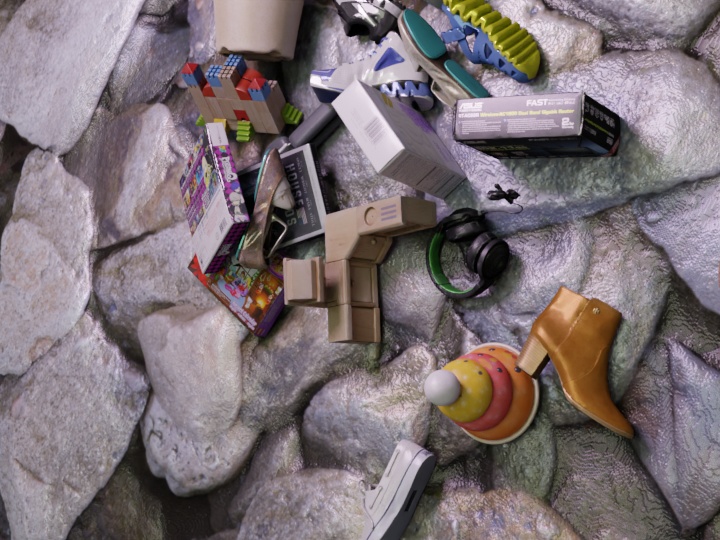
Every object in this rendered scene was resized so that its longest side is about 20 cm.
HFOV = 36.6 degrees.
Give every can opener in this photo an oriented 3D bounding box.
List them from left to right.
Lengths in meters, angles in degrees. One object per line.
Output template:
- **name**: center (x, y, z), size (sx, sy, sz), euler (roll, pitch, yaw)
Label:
- **can opener**: center (-0.100, -0.227, 1.832), size (0.199, 0.052, 0.067), euler (-39, 64, 22)

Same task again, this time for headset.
- **headset**: center (0.164, -0.045, 1.611), size (0.200, 0.093, 0.124), euler (-50, 61, 30)

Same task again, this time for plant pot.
- **plant pot**: center (-0.174, -0.453, 1.838), size (0.198, 0.200, 0.186), euler (7, 94, 33)

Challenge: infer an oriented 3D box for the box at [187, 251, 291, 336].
- **box**: center (-0.199, -0.002, 1.872), size (0.200, 0.039, 0.138), euler (41, 104, 30)

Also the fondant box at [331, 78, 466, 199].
- **fondant box**: center (0.060, -0.194, 1.635), size (0.058, 0.199, 0.145), euler (-41, 64, 19)

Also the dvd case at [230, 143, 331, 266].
- **dvd case**: center (-0.145, -0.107, 1.809), size (0.198, 0.025, 0.152), euler (-19, 81, 27)

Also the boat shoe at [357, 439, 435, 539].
- **boat shoe**: center (0.032, 0.348, 1.653), size (0.086, 0.074, 0.204), euler (29, 97, 32)

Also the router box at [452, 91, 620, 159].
- **router box**: center (0.250, -0.202, 1.543), size (0.198, 0.149, 0.063), euler (2, 85, 33)

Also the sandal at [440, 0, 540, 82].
- **sandal**: center (0.192, -0.348, 1.657), size (0.200, 0.079, 0.088), euler (48, 139, 24)

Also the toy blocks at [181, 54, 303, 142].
- **toy blocks**: center (-0.212, -0.304, 1.848), size (0.198, 0.137, 0.101), euler (9, 55, 26)

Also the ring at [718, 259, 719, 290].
- **ring**: center (0.560, 0.004, 1.392), size (0.198, 0.019, 0.203), euler (-4, 82, 32)

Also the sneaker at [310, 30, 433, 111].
- **sneaker**: center (0.025, -0.319, 1.741), size (0.197, 0.081, 0.117), euler (5, 74, 10)

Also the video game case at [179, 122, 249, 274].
- **video game case**: center (-0.247, -0.117, 1.816), size (0.200, 0.035, 0.183), euler (-49, 54, 57)

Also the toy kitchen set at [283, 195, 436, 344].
- **toy kitchen set**: center (0.000, 0.000, 1.646), size (0.179, 0.162, 0.203), euler (-12, 77, 46)

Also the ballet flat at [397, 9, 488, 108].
- **ballet flat**: center (0.114, -0.310, 1.672), size (0.201, 0.067, 0.062), euler (50, 132, 8)

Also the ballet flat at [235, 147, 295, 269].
- **ballet flat**: center (-0.144, -0.095, 1.767), size (0.067, 0.068, 0.202), euler (19, 105, 10)

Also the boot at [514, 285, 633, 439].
- **boot**: center (0.325, 0.122, 1.502), size (0.200, 0.071, 0.145), euler (36, 90, 19)

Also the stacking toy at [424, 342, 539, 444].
- **stacking toy**: center (0.152, 0.170, 1.525), size (0.145, 0.199, 0.148), euler (-5, 81, 31)

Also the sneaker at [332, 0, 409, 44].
- **sneaker**: center (-0.015, -0.437, 1.798), size (0.199, 0.066, 0.091), euler (38, 101, 29)

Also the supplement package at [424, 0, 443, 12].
- **supplement package**: center (0.077, -0.511, 1.715), size (0.200, 0.117, 0.118), euler (40, 105, 34)
